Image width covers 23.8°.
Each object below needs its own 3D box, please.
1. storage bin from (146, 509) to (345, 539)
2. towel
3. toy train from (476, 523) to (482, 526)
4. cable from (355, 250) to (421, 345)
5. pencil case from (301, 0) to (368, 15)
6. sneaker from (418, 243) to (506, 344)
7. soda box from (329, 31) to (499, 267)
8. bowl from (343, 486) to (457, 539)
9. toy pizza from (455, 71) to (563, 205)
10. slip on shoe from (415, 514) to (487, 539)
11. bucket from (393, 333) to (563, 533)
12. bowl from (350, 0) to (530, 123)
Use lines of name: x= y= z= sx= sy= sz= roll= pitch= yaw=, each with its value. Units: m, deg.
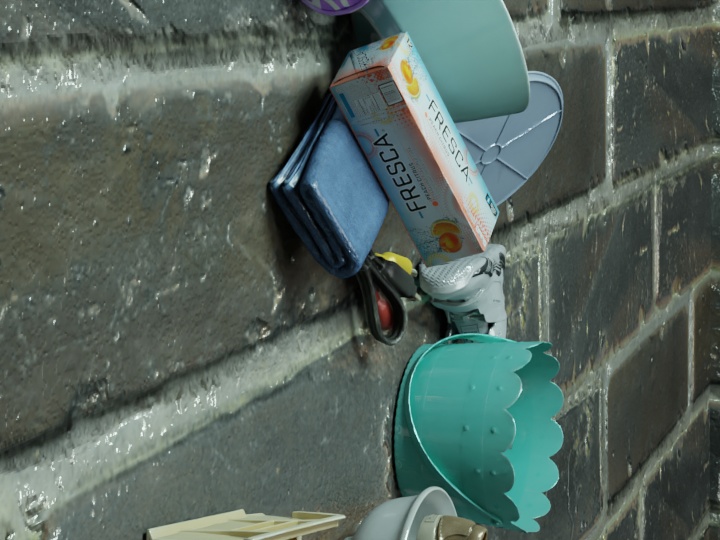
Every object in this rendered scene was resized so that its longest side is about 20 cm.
storage bin: x=-0.086 y=0.294 z=1.313 sx=0.198 sy=0.093 sz=0.203 roll=6 pitch=86 yaw=-68
towel: x=-0.011 y=-0.089 z=1.509 sx=0.112 sy=0.048 sz=0.201 roll=59 pitch=32 yaw=-26
toy train: x=0.112 y=0.273 z=1.887 sx=0.200 sy=0.045 sz=0.035 roll=-17 pitch=116 yaw=-70
cable: x=0.000 y=0.000 z=1.607 sx=0.200 sy=0.050 sz=0.098 roll=43 pitch=59 yaw=-48
pencil case: x=-0.005 y=-0.309 z=1.496 sx=0.086 sy=0.083 sz=0.201 roll=50 pitch=40 yaw=-27
sneaker: x=0.115 y=0.037 z=1.830 sx=0.200 sy=0.074 sz=0.116 roll=-23 pitch=111 yaw=-70
soda box: x=0.049 y=-0.105 z=1.509 sx=0.201 sy=0.063 sz=0.069 roll=61 pitch=31 yaw=-25
bowl: x=0.026 y=0.303 z=1.607 sx=0.201 sy=0.089 sz=0.204 roll=1 pitch=90 yaw=-68
toy pizza: x=0.127 y=-0.130 z=1.778 sx=0.199 sy=0.032 sz=0.201 roll=-29 pitch=148 yaw=-20
slip on shoe: x=0.083 y=0.324 z=1.549 sx=0.076 sy=0.060 sz=0.203 roll=14 pitch=79 yaw=-68
bucket: x=0.125 y=0.168 z=1.788 sx=0.207 sy=0.133 sz=0.210 roll=2 pitch=90 yaw=-70
bowl: x=0.062 y=-0.213 z=1.569 sx=0.202 sy=0.104 sz=0.201 roll=59 pitch=-10 yaw=17
